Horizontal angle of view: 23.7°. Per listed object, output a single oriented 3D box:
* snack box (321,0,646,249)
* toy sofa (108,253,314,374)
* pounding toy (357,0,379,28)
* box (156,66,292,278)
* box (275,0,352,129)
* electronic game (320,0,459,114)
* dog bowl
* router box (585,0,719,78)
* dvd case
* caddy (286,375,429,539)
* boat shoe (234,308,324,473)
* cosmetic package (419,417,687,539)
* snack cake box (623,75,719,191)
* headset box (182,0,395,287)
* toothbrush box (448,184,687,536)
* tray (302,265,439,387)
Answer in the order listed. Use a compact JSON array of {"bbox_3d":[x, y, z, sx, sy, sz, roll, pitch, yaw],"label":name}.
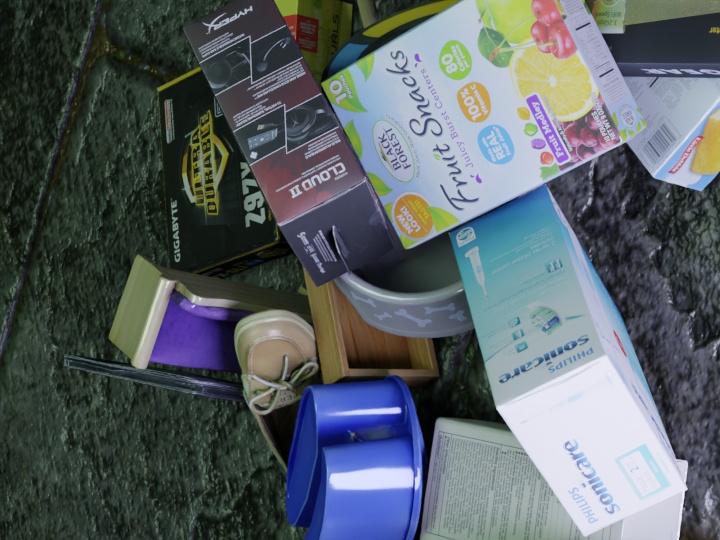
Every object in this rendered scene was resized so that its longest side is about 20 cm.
[{"bbox_3d":[0.086,-0.120,1.241,0.199,0.053,0.143,-25,92,34],"label":"snack box"},{"bbox_3d":[-0.109,0.055,1.498,0.097,0.199,0.083,35,108,48],"label":"toy sofa"},{"bbox_3d":[-0.001,-0.314,1.474,0.200,0.183,0.143,-43,44,32],"label":"pounding toy"},{"bbox_3d":[-0.124,-0.101,1.645,0.159,0.049,0.202,-18,72,41],"label":"box"},{"bbox_3d":[-0.050,-0.200,1.565,0.050,0.075,0.202,-3,81,45],"label":"box"},{"bbox_3d":[0.064,-0.170,1.381,0.199,0.200,0.042,22,138,45],"label":"electronic game"},{"bbox_3d":[0.051,-0.049,1.382,0.198,0.059,0.202,-5,71,14],"label":"dog bowl"},{"bbox_3d":[0.248,-0.214,1.183,0.199,0.052,0.159,7,89,46],"label":"router box"},{"bbox_3d":[-0.157,0.103,1.575,0.199,0.148,0.016,7,85,46],"label":"dvd case"},{"bbox_3d":[0.004,0.177,1.406,0.201,0.104,0.142,103,161,-44],"label":"caddy"},{"bbox_3d":[-0.058,0.110,1.459,0.073,0.201,0.063,-14,48,5],"label":"boat shoe"},{"bbox_3d":[0.144,0.177,1.311,0.199,0.073,0.105,8,90,46],"label":"cosmetic package"},{"bbox_3d":[0.263,-0.172,1.246,0.200,0.067,0.115,-51,50,27],"label":"snack cake box"},{"bbox_3d":[-0.048,-0.091,1.306,0.077,0.149,0.201,-26,70,1],"label":"headset box"},{"bbox_3d":[0.144,0.061,1.216,0.085,0.147,0.201,-26,35,13],"label":"toothbrush box"},{"bbox_3d":[0.000,0.000,1.463,0.037,0.098,0.202,-33,61,50],"label":"tray"}]
